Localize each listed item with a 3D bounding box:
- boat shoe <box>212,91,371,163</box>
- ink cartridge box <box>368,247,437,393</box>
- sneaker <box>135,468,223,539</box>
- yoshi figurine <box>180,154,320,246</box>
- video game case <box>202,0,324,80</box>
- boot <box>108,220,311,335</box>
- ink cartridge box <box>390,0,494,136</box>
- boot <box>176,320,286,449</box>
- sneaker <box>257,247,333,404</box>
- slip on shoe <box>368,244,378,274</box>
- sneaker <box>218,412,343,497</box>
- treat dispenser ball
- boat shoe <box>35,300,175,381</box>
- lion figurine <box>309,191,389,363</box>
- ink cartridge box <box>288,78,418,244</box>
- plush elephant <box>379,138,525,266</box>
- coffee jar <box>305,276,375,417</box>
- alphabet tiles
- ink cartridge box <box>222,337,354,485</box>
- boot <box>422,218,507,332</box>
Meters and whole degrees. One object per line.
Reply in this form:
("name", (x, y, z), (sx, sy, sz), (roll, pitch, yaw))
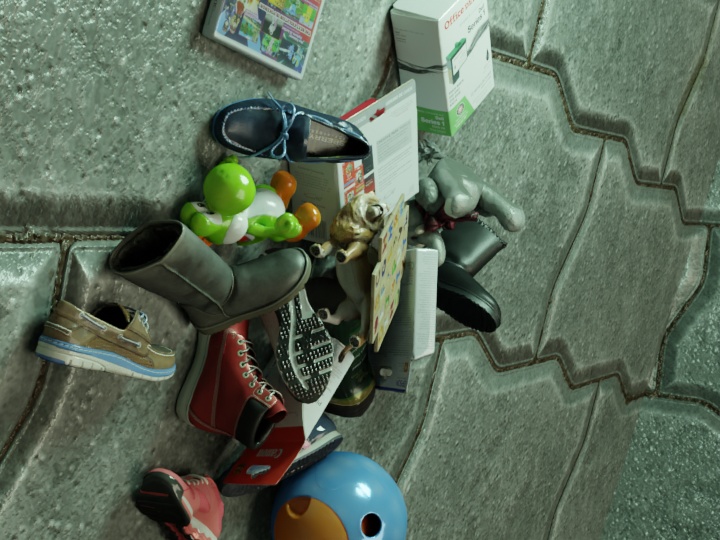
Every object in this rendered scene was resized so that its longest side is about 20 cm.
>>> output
("boat shoe", (-0.076, -0.169, 1.446), (0.198, 0.069, 0.085), (-2, 106, -28))
("ink cartridge box", (0.057, 0.074, 1.745), (0.040, 0.199, 0.202), (6, 86, -18))
("sneaker", (-0.224, 0.287, 1.533), (0.201, 0.073, 0.087), (72, 31, -52))
("yoshi figurine", (-0.128, -0.084, 1.453), (0.199, 0.111, 0.113), (-10, 98, -56))
("video game case", (-0.101, -0.339, 1.435), (0.200, 0.023, 0.184), (14, 93, -62))
("boot", (-0.168, -0.009, 1.392), (0.181, 0.073, 0.200), (-31, 143, 3))
("ink cartridge box", (0.123, -0.323, 1.770), (0.146, 0.084, 0.201), (-51, 145, -35))
("boot", (-0.135, 0.112, 1.495), (0.072, 0.143, 0.202), (19, 87, -58))
("sneaker", (-0.084, 0.074, 1.526), (0.080, 0.073, 0.202), (111, -34, -66))
("slip on shoe", (0.000, 0.000, 1.692), (0.061, 0.076, 0.200), (-46, -177, -6))
("sneaker", (-0.124, 0.248, 1.685), (0.199, 0.082, 0.070), (-19, 154, -35))
("treat dispenser ball", (-0.031, 0.365, 1.755), (0.201, 0.199, 0.203), (-36, 135, -47))
("boat shoe", (-0.264, 0.075, 1.323), (0.200, 0.072, 0.073), (18, 88, -61))
("lion figurine", (-0.006, 0.006, 1.548), (0.122, 0.072, 0.202), (-31, 125, -59))
("ink cartridge box", (-0.006, -0.154, 1.636), (0.200, 0.083, 0.177), (-38, 135, -46))
("plush elephant", (0.113, -0.085, 1.829), (0.164, 0.200, 0.156), (7, 123, -48))
("coffee jar", (-0.036, 0.114, 1.710), (0.085, 0.103, 0.201), (-50, 144, -42))
("alphabet tiles", (0.038, 0.002, 1.576), (0.200, 0.006, 0.168), (-63, 158, -58))
("ink cartridge box", (-0.108, 0.184, 1.575), (0.047, 0.160, 0.201), (42, 63, -19))
("boot", (0.177, -0.001, 1.935), (0.162, 0.197, 0.074), (-45, 144, -30))
